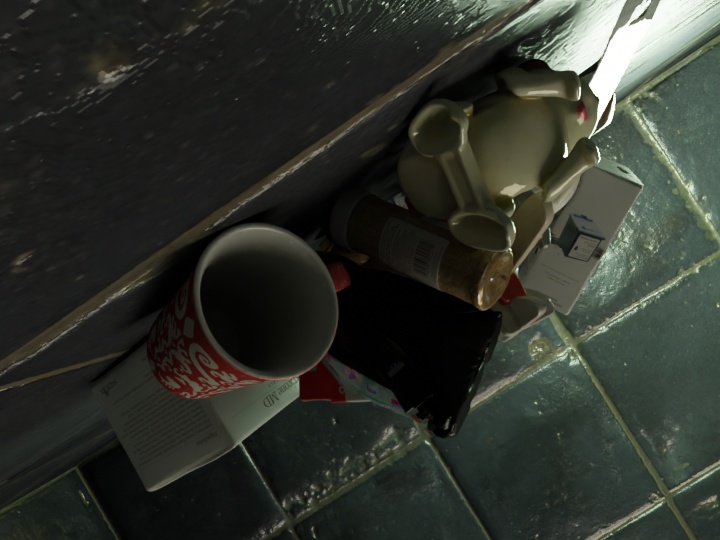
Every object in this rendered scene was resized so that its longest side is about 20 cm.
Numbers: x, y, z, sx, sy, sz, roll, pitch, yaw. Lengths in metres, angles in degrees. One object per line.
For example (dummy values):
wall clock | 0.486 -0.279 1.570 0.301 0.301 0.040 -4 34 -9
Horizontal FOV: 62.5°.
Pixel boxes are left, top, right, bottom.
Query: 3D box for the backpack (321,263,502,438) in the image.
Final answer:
backpack | 0.038 0.082 0.652 0.168 0.197 0.127 -58 157 -30

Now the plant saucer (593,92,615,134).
plant saucer | 0.319 -0.201 0.934 0.199 0.037 0.200 -34 177 -2

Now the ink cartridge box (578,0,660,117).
ink cartridge box | 0.267 -0.230 0.689 0.160 0.047 0.202 -37 152 -41

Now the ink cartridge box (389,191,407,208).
ink cartridge box | 0.139 -0.122 0.811 0.198 0.044 0.196 -25 160 6

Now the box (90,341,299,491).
box | -0.218 0.163 0.837 0.199 0.173 0.198 -32 178 30

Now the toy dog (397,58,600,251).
toy dog | 0.146 -0.121 0.580 0.199 0.141 0.194 -33 -175 -20

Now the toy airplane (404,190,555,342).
toy airplane | 0.158 -0.019 0.711 0.198 0.201 0.141 12 -134 45

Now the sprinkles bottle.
sprinkles bottle | 0.058 -0.026 0.622 0.068 0.198 0.069 -31 134 -39

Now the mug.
mug | -0.110 0.059 0.582 0.175 0.136 0.199 11 155 -32

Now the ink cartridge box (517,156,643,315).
ink cartridge box | 0.308 -0.061 0.860 0.147 0.085 0.202 -52 165 -66

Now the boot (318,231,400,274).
boot | 0.039 0.008 0.813 0.066 0.200 0.175 -44 -177 -13

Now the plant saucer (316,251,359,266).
plant saucer | -0.085 0.024 0.748 0.197 0.037 0.201 -15 159 -6

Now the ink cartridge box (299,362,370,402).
ink cartridge box | 0.023 0.107 0.758 0.196 0.118 0.067 -5 167 14

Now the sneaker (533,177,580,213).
sneaker | 0.194 -0.094 0.778 0.198 0.071 0.093 -33 155 26
